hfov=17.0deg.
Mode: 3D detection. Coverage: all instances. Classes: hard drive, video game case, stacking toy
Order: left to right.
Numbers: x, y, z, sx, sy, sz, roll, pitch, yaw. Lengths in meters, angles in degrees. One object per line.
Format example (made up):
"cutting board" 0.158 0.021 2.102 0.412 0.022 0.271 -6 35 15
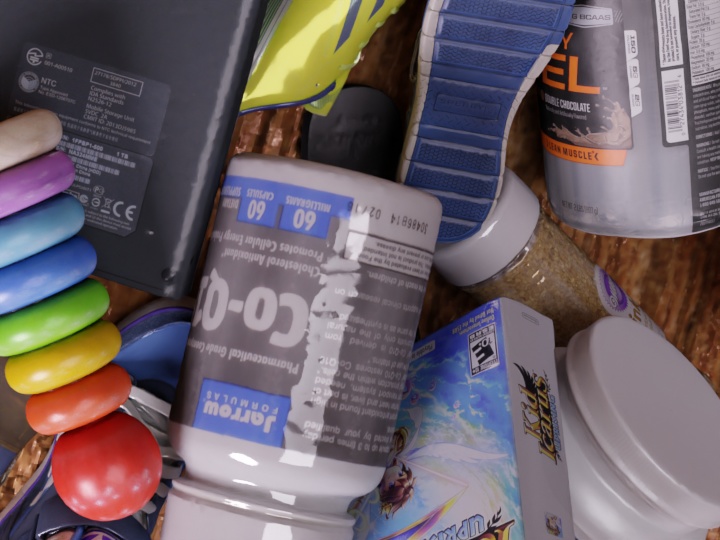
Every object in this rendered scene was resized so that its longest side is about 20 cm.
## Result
"stacking toy" -0.151 0.028 1.162 0.085 0.085 0.200 -22 96 -14
"hard drive" -0.127 -0.101 1.197 0.139 0.033 0.201 17 102 6
"video game case" 0.021 0.135 1.237 0.045 0.182 0.200 24 138 -38

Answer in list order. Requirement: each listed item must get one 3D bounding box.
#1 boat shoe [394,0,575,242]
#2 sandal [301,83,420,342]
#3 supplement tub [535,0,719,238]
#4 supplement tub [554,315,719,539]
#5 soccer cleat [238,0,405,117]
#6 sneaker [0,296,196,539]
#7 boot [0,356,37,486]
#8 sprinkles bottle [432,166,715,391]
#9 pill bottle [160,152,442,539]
"boat shoe" 0.056 -0.117 1.251 0.072 0.072 0.200 13 119 -13
"sandal" 0.000 0.000 1.309 0.075 0.045 0.201 -10 110 -20
"supplement tub" 0.152 -0.128 1.286 0.122 0.122 0.201 -14 111 -17
"supplement tub" 0.097 0.131 1.301 0.140 0.141 0.200 34 120 -27
"soccer cleat" -0.020 -0.128 1.244 0.200 0.065 0.084 -31 100 -3
"sneaker" -0.121 0.118 1.239 0.081 0.146 0.200 34 93 -23
"boot" -0.231 0.036 1.212 0.200 0.075 0.097 29 92 -29
"sprinkles bottle" 0.118 0.027 1.353 0.068 0.068 0.200 -47 118 -2
"pill bottle" -0.033 0.049 1.210 0.114 0.114 0.201 14 87 -25
